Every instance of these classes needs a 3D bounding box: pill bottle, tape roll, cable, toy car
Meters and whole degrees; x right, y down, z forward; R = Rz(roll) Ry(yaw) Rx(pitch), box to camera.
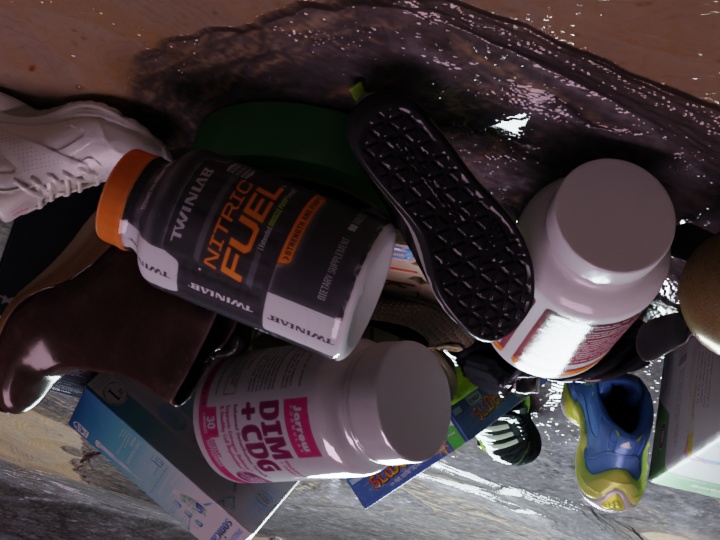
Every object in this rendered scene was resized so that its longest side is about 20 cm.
[{"bbox_3d":[-0.032,0.114,1.117,0.200,0.114,0.113,-11,148,40],"label":"pill bottle"},{"bbox_3d":[-0.037,-0.060,1.062,0.200,0.048,0.201,12,157,5],"label":"tape roll"},{"bbox_3d":[0.160,0.000,1.004,0.113,0.113,0.200,14,158,-1],"label":"pill bottle"},{"bbox_3d":[-0.084,-0.019,0.963,0.199,0.106,0.106,21,159,10],"label":"pill bottle"},{"bbox_3d":[0.163,0.066,1.190,0.163,0.051,0.200,-12,-176,-15],"label":"cable"},{"bbox_3d":[0.284,0.023,0.945,0.158,0.165,0.200,32,161,-38],"label":"toy car"}]

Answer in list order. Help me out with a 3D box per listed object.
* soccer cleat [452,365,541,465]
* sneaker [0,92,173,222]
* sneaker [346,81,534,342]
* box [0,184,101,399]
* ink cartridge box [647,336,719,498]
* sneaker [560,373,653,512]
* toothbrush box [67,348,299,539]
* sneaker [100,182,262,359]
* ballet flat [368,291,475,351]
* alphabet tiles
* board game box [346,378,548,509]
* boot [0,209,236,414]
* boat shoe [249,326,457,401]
[{"bbox_3d":[0.154,0.155,1.448,0.081,0.068,0.200,-17,145,30],"label":"soccer cleat"},{"bbox_3d":[-0.245,-0.079,1.070,0.199,0.100,0.078,7,157,15],"label":"sneaker"},{"bbox_3d":[0.056,-0.046,0.946,0.200,0.072,0.083,60,180,-14],"label":"sneaker"},{"bbox_3d":[-0.268,0.015,1.244,0.107,0.149,0.200,16,158,-7],"label":"box"},{"bbox_3d":[0.307,0.088,1.084,0.087,0.146,0.200,14,158,-1],"label":"ink cartridge box"},{"bbox_3d":[0.226,0.113,1.204,0.075,0.200,0.105,6,126,-5],"label":"sneaker"},{"bbox_3d":[-0.143,0.144,1.261,0.200,0.146,0.085,42,143,3],"label":"toothbrush box"},{"bbox_3d":[-0.145,-0.006,1.129,0.074,0.088,0.200,-29,111,15],"label":"sneaker"},{"bbox_3d":[0.005,0.038,1.111,0.199,0.047,0.067,19,161,-26],"label":"ballet flat"},{"bbox_3d":[0.000,0.000,1.098,0.195,0.015,0.200,10,162,2],"label":"alphabet tiles"},{"bbox_3d":[0.088,0.144,1.274,0.135,0.035,0.200,-39,172,31],"label":"board game box"},{"bbox_3d":[-0.196,0.059,1.053,0.166,0.200,0.072,36,-175,35],"label":"boot"},{"bbox_3d":[-0.005,0.068,1.219,0.199,0.075,0.068,21,-174,9],"label":"boat shoe"}]
